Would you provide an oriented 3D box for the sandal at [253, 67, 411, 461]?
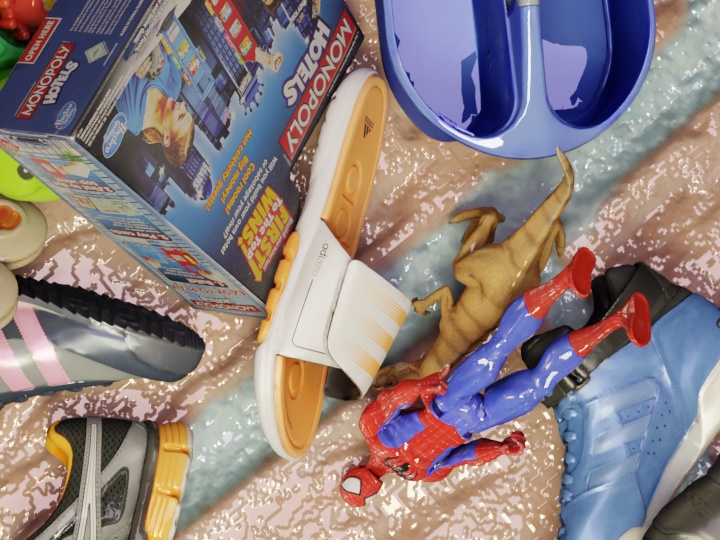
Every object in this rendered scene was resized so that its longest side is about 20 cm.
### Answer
[{"bbox_3d":[-0.002,-0.002,1.528,0.059,0.079,0.208,11,81,21],"label":"sandal"}]

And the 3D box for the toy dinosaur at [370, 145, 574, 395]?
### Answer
[{"bbox_3d":[0.077,-0.003,1.521,0.060,0.106,0.200,30,122,-8],"label":"toy dinosaur"}]

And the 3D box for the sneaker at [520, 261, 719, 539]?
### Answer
[{"bbox_3d":[0.114,0.089,1.542,0.111,0.077,0.200,35,83,-2],"label":"sneaker"}]

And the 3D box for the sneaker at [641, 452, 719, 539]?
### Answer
[{"bbox_3d":[0.207,0.184,1.530,0.091,0.076,0.200,-35,110,-7],"label":"sneaker"}]

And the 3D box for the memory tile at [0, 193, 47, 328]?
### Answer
[{"bbox_3d":[-0.264,-0.004,1.471,0.199,0.017,0.154,13,43,6],"label":"memory tile"}]

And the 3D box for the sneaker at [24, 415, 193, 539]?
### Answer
[{"bbox_3d":[-0.142,0.166,1.504,0.077,0.078,0.201,15,70,-3],"label":"sneaker"}]

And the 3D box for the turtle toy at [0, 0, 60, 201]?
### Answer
[{"bbox_3d":[-0.200,-0.122,1.509,0.145,0.101,0.200,-35,90,-9],"label":"turtle toy"}]

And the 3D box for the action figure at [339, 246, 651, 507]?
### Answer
[{"bbox_3d":[0.057,0.065,1.502,0.065,0.200,0.052,35,39,-21],"label":"action figure"}]

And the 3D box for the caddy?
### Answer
[{"bbox_3d":[0.076,-0.155,1.543,0.141,0.105,0.201,-6,85,-9],"label":"caddy"}]

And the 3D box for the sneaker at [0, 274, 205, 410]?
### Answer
[{"bbox_3d":[-0.181,0.046,1.521,0.199,0.070,0.083,11,99,-1],"label":"sneaker"}]

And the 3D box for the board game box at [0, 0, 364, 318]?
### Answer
[{"bbox_3d":[-0.080,-0.079,1.503,0.061,0.200,0.201,8,55,33],"label":"board game box"}]
